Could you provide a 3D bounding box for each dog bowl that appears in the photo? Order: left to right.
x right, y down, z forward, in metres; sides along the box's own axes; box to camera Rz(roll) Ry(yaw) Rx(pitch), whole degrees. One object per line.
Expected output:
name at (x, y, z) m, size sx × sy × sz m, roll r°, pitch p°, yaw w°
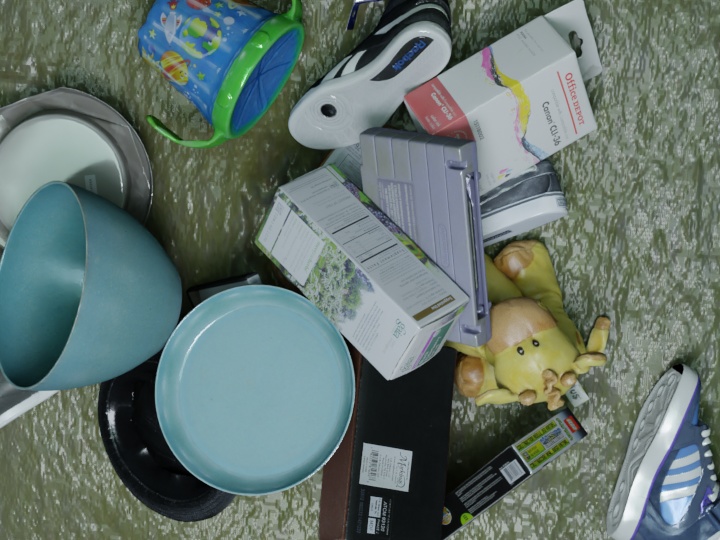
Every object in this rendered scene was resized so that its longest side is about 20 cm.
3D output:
dog bowl at (-0.306, -0.091, 1.626) m, size 0.199 × 0.059 × 0.201 m, roll 1°, pitch 100°, yaw 4°

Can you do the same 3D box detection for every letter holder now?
letter holder at (0.014, 0.176, 1.556) m, size 0.100 × 0.142 × 0.201 m, roll 11°, pitch 75°, yaw -19°

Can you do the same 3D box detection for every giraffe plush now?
giraffe plush at (0.160, 0.077, 1.565) m, size 0.200 × 0.162 × 0.173 m, roll 40°, pitch 100°, yaw -2°

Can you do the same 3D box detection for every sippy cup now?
sippy cup at (-0.145, -0.220, 1.564) m, size 0.130 × 0.140 × 0.178 m, roll 33°, pitch 61°, yaw 9°

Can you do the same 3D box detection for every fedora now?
fedora at (-0.174, 0.157, 1.623) m, size 0.200 × 0.091 × 0.201 m, roll 5°, pitch 99°, yaw 35°

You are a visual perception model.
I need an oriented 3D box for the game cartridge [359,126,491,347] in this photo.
game cartridge at (0.062, -0.034, 1.503) m, size 0.129 × 0.038 × 0.201 m, roll 16°, pitch 120°, yaw 43°

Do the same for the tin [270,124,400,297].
tin at (-0.014, -0.059, 1.596) m, size 0.112 × 0.042 × 0.200 m, roll 43°, pitch 101°, yaw 32°

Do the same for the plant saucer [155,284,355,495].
plant saucer at (-0.099, 0.115, 1.516) m, size 0.199 × 0.027 × 0.201 m, roll -2°, pitch 81°, yaw 14°

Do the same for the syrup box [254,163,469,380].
syrup box at (0.000, 0.000, 1.496) m, size 0.200 × 0.081 × 0.079 m, roll 44°, pitch 134°, yaw 18°

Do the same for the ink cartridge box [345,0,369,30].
ink cartridge box at (0.027, -0.329, 1.542) m, size 0.039 × 0.099 × 0.201 m, roll 14°, pitch 101°, yaw 1°

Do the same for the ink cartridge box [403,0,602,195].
ink cartridge box at (0.155, -0.164, 1.535) m, size 0.200 × 0.068 × 0.117 m, roll -31°, pitch 140°, yaw -2°

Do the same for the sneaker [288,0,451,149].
sneaker at (0.017, -0.204, 1.573) m, size 0.200 × 0.112 × 0.073 m, roll -31°, pitch 119°, yaw 30°

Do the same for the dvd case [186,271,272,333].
dvd case at (-0.105, 0.102, 1.611) m, size 0.018 × 0.143 × 0.201 m, roll -27°, pitch 98°, yaw -31°

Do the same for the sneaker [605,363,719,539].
sneaker at (0.351, 0.208, 1.622) m, size 0.146 × 0.081 × 0.201 m, roll 19°, pitch 97°, yaw -7°

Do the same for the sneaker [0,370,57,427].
sneaker at (-0.397, 0.120, 1.665) m, size 0.200 × 0.071 × 0.099 m, roll -33°, pitch 94°, yaw 3°

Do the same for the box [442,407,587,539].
box at (0.127, 0.216, 1.574) m, size 0.035 × 0.110 × 0.200 m, roll 53°, pitch 129°, yaw 10°

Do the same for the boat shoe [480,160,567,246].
boat shoe at (0.106, -0.059, 1.596) m, size 0.199 × 0.072 × 0.068 m, roll -19°, pitch 77°, yaw 17°

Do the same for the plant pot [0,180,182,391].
plant pot at (-0.253, 0.025, 1.535) m, size 0.134 × 0.200 × 0.201 m, roll 12°, pitch 102°, yaw -35°
